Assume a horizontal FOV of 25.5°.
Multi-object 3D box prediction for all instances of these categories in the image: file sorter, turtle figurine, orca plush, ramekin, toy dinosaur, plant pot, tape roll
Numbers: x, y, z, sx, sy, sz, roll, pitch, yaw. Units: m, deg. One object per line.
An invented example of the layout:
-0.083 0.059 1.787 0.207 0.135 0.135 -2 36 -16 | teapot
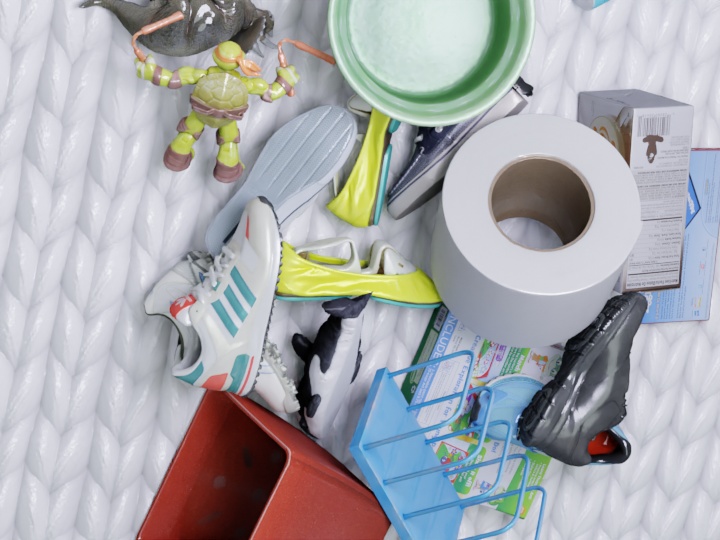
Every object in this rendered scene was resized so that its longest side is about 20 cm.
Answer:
0.097 0.206 1.650 0.122 0.139 0.201 -17 115 24 | file sorter
-0.128 -0.161 1.537 0.198 0.065 0.162 2 132 -17 | turtle figurine
-0.048 0.090 1.655 0.105 0.071 0.201 -53 163 -33 | orca plush
0.063 -0.243 1.538 0.198 0.098 0.202 -1 99 -6 | ramekin
-0.166 -0.247 1.532 0.198 0.077 0.103 -10 101 -21 | toy dinosaur
-0.087 0.262 1.645 0.175 0.200 0.201 24 95 -33 | plant pot
0.174 -0.039 1.622 0.201 0.139 0.204 2 65 -4 | tape roll

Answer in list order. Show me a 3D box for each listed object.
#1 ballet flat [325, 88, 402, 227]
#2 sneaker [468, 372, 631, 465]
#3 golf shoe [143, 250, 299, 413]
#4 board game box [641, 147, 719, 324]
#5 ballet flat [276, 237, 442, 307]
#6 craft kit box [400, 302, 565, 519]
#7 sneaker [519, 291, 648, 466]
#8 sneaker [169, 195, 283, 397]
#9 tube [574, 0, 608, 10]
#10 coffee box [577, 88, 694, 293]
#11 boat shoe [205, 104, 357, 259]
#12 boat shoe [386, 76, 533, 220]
0.011 -0.144 1.638 0.067 0.067 0.202 17 100 5 | ballet flat
0.213 0.168 1.734 0.199 0.090 0.079 12 100 -23 | sneaker
-0.143 0.079 1.637 0.097 0.078 0.201 -36 104 -1 | golf shoe
0.361 -0.039 1.816 0.102 0.019 0.202 -2 105 -21 | board game box
0.000 0.000 1.659 0.198 0.067 0.068 4 105 -19 | ballet flat
0.136 0.157 1.774 0.196 0.049 0.201 21 96 -21 | craft kit box
0.251 0.115 1.681 0.090 0.076 0.201 32 93 -10 | sneaker
-0.134 0.024 1.550 0.093 0.070 0.201 7 103 -17 | sneaker
0.311 -0.345 1.702 0.199 0.050 0.078 -31 117 -15 | tube
0.292 -0.087 1.726 0.079 0.114 0.202 -5 107 -21 | coffee box
-0.081 -0.088 1.615 0.200 0.067 0.074 -43 82 3 | boat shoe
0.082 -0.150 1.664 0.200 0.075 0.093 -44 82 10 | boat shoe
